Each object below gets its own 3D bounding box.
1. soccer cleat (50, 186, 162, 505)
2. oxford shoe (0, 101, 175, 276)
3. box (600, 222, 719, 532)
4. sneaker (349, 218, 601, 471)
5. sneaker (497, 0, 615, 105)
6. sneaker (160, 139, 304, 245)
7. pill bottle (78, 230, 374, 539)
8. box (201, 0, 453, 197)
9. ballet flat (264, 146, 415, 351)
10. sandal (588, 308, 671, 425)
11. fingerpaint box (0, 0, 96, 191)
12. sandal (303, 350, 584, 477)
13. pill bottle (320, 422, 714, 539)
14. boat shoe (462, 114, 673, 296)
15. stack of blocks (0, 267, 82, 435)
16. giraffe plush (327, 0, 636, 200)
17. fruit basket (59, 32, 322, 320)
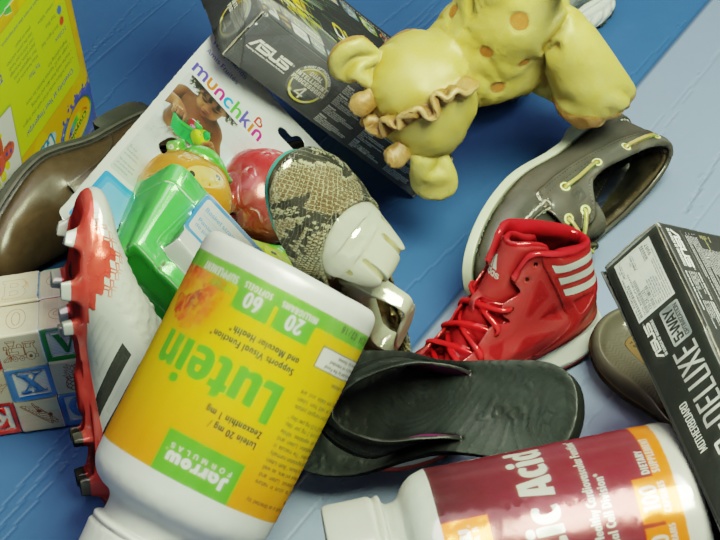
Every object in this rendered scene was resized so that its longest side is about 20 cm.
[{"bbox_3d":[-0.138,0.047,1.114,0.085,0.201,0.069,-7,9,-15],"label":"soccer cleat"},{"bbox_3d":[-0.191,-0.051,1.311,0.084,0.073,0.200,26,52,31],"label":"oxford shoe"},{"bbox_3d":[0.235,0.074,1.008,0.157,0.050,0.201,9,48,-40],"label":"box"},{"bbox_3d":[0.064,0.033,1.139,0.200,0.116,0.078,-34,47,-26],"label":"sneaker"},{"bbox_3d":[0.122,-0.197,1.416,0.074,0.080,0.200,26,53,31],"label":"sneaker"},{"bbox_3d":[-0.108,-0.049,1.279,0.199,0.091,0.076,-31,41,-25],"label":"sneaker"},{"bbox_3d":[-0.082,0.090,1.050,0.111,0.111,0.201,25,87,32],"label":"pill bottle"},{"bbox_3d":[-0.032,-0.158,1.320,0.049,0.200,0.162,-41,38,19],"label":"box"},{"bbox_3d":[0.000,0.000,1.128,0.075,0.200,0.068,33,69,30],"label":"ballet flat"},{"bbox_3d":[0.222,0.072,1.110,0.082,0.055,0.200,-34,54,-25],"label":"sandal"},{"bbox_3d":[-0.275,-0.116,1.325,0.073,0.167,0.200,9,45,17],"label":"fingerpaint box"},{"bbox_3d":[0.030,0.078,1.075,0.199,0.048,0.076,-6,71,25],"label":"sandal"},{"bbox_3d":[0.084,0.155,0.999,0.199,0.115,0.114,-11,41,-3],"label":"pill bottle"},{"bbox_3d":[0.141,-0.043,1.244,0.060,0.072,0.201,18,45,32],"label":"boat shoe"},{"bbox_3d":[-0.269,0.051,1.176,0.199,0.116,0.059,-8,41,0],"label":"stack of blocks"},{"bbox_3d":[0.072,-0.136,1.228,0.162,0.200,0.173,-36,84,7],"label":"giraffe plush"},{"bbox_3d":[-0.079,-0.036,1.206,0.094,0.185,0.200,-22,25,51],"label":"fruit basket"}]
